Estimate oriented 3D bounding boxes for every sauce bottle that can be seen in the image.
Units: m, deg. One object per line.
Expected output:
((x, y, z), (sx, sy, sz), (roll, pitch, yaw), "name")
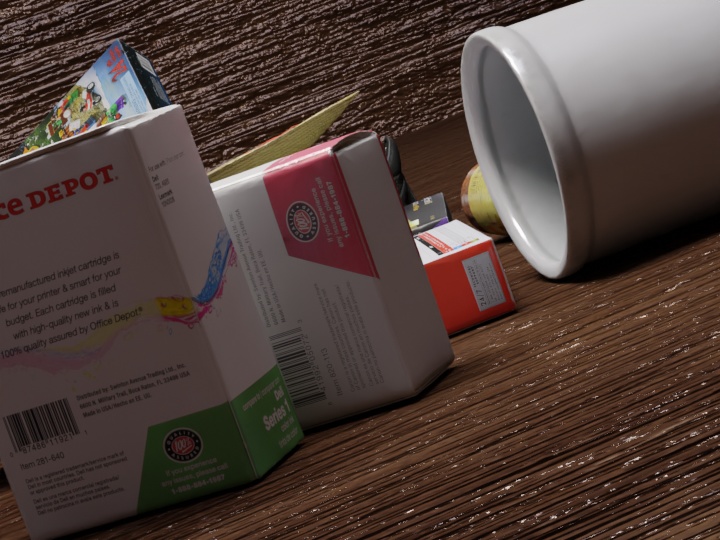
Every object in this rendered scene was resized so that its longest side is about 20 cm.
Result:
((0.145, -0.063, 1.804), (0.066, 0.066, 0.200), (-23, 7, -22), "sauce bottle")

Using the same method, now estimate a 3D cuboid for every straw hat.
((-0.069, -0.053, 1.808), (0.200, 0.085, 0.201), (-29, 5, 3), "straw hat")

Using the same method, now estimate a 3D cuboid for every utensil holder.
((0.189, -0.104, 1.559), (0.199, 0.171, 0.170), (-18, 5, -12), "utensil holder")

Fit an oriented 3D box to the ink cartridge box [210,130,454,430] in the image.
((-0.067, 0.021, 1.360), (0.199, 0.147, 0.083), (-18, 5, 22), "ink cartridge box")

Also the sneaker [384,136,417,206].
((0.018, -0.063, 2.006), (0.076, 0.115, 0.199), (-17, 4, 10), "sneaker")

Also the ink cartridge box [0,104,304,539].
((-0.137, 0.028, 1.280), (0.144, 0.201, 0.084), (-17, 7, 22), "ink cartridge box")

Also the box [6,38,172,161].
((-0.186, -0.063, 1.753), (0.137, 0.038, 0.200), (-45, 41, 14), "box")

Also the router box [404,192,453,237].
((0.000, 0.000, 1.776), (0.156, 0.053, 0.200), (-21, 6, 3), "router box")

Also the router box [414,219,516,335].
((0.001, 0.025, 1.571), (0.178, 0.049, 0.200), (-21, 6, -2), "router box")
